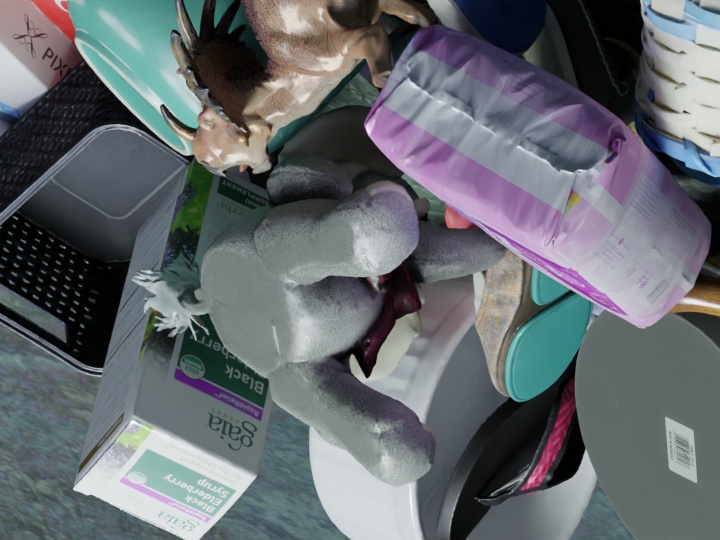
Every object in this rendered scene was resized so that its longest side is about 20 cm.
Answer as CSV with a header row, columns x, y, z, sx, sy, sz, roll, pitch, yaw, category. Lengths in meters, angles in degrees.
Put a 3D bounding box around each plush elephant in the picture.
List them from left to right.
x,y,z,sx,sy,sz,roll,pitch,yaw,category
0.000,0.000,1.589,0.199,0.155,0.165,11,120,43,plush elephant

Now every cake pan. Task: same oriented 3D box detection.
x,y,z,sx,sy,sz,roll,pitch,yaw,category
0.187,0.092,1.657,0.200,0.037,0.201,36,138,41,cake pan

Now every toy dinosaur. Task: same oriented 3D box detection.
x,y,z,sx,sy,sz,roll,pitch,yaw,category
-0.034,-0.143,1.475,0.135,0.201,0.086,5,-177,13,toy dinosaur

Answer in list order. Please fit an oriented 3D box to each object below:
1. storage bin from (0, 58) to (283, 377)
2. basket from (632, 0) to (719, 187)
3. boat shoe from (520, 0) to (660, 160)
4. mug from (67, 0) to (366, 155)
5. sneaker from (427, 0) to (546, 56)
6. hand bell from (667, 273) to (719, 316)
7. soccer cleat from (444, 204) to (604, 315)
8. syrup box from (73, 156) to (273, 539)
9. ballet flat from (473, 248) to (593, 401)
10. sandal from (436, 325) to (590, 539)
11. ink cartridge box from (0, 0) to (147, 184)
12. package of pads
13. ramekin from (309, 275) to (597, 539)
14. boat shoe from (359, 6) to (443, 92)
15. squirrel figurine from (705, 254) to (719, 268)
x,y,z,sx,sy,sz,roll,pitch,yaw,category
-0.143,-0.041,1.811,0.135,0.094,0.200,33,132,-23,storage bin
0.218,-0.089,1.423,0.176,0.139,0.200,18,146,24,basket
0.126,-0.088,1.604,0.072,0.060,0.202,54,170,40,boat shoe
-0.090,-0.137,1.601,0.185,0.114,0.152,33,167,52,mug
0.079,-0.189,1.400,0.111,0.077,0.201,5,120,36,sneaker
0.194,0.014,1.543,0.199,0.104,0.104,12,150,22,hand bell
0.140,0.000,1.757,0.199,0.067,0.076,26,-176,-10,soccer cleat
-0.092,0.043,1.675,0.078,0.201,0.081,26,135,-16,syrup box
0.094,-0.002,1.665,0.067,0.068,0.200,54,158,24,ballet flat
0.117,0.090,1.767,0.045,0.200,0.075,36,156,23,sandal
-0.187,-0.129,1.824,0.176,0.045,0.200,-4,141,47,ink cartridge box
0.091,-0.044,1.458,0.120,0.076,0.200,34,180,23,package of pads
0.059,0.092,1.837,0.097,0.201,0.201,15,152,39,ramekin
0.054,-0.105,1.574,0.065,0.074,0.200,50,176,-9,boat shoe
0.261,0.056,1.657,0.199,0.142,0.187,11,143,24,squirrel figurine
